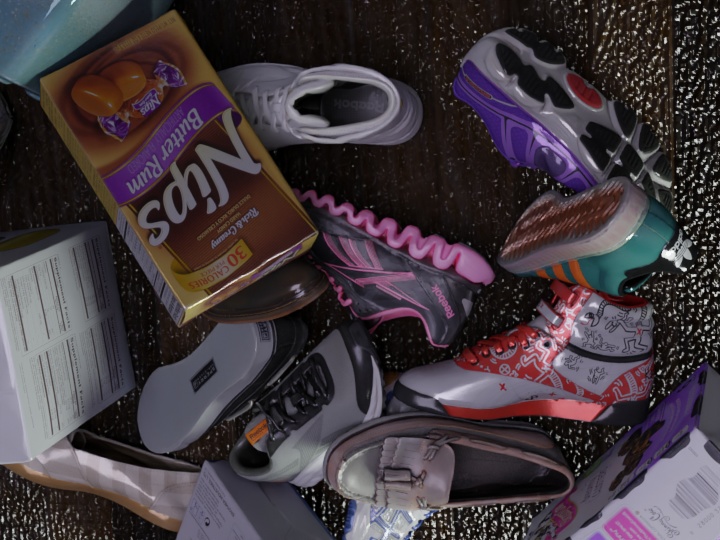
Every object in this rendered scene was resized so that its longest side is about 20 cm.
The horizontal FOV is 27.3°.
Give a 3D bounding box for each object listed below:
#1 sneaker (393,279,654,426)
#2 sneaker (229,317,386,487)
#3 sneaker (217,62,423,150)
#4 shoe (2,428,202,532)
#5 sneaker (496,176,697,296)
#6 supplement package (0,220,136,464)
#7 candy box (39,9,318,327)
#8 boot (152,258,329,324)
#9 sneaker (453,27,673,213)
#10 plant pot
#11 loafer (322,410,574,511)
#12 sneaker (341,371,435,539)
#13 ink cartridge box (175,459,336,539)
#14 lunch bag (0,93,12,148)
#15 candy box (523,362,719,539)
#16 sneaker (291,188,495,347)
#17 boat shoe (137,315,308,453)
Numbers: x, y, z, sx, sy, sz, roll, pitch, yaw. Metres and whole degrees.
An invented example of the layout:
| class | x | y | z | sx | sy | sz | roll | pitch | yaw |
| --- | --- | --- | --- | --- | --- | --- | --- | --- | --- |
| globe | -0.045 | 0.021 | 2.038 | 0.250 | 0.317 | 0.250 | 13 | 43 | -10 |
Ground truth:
| class | x | y | z | sx | sy | sz | roll | pitch | yaw |
| --- | --- | --- | --- | --- | --- | --- | --- | --- | --- |
| sneaker | 0.127 | 0.056 | 1.134 | 0.200 | 0.067 | 0.109 | 4 | 103 | -3 |
| sneaker | -0.041 | 0.111 | 1.159 | 0.200 | 0.079 | 0.074 | -57 | 46 | 43 |
| sneaker | -0.058 | -0.128 | 1.122 | 0.199 | 0.116 | 0.074 | -1 | 90 | 10 |
| shoe | -0.227 | 0.161 | 1.271 | 0.199 | 0.070 | 0.054 | 22 | 107 | 2 |
| sneaker | 0.167 | -0.013 | 1.073 | 0.080 | 0.200 | 0.072 | 36 | 77 | -14 |
| supplement package | -0.299 | 0.057 | 1.195 | 0.151 | 0.200 | 0.152 | -6 | 100 | 16 |
| candy box | -0.133 | -0.075 | 1.075 | 0.116 | 0.056 | 0.201 | -31 | 84 | -18 |
| boot | -0.112 | -0.019 | 1.147 | 0.199 | 0.075 | 0.097 | 5 | 127 | 44 |
| sneaker | 0.154 | -0.097 | 1.115 | 0.200 | 0.081 | 0.083 | 44 | 141 | -4 |
| plant pot | -0.244 | -0.240 | 1.088 | 0.195 | 0.196 | 0.201 | 27 | 91 | 8 |
| loafer | 0.072 | 0.150 | 1.132 | 0.199 | 0.063 | 0.072 | 0 | 110 | -24 |
| sneaker | 0.037 | 0.185 | 1.199 | 0.088 | 0.075 | 0.201 | 12 | 109 | 7 |
| ink cartridge box | -0.104 | 0.275 | 1.222 | 0.136 | 0.076 | 0.201 | 44 | 118 | 49 |
| lunch bag | -0.390 | -0.089 | 1.190 | 0.163 | 0.200 | 0.118 | -24 | 91 | 23 |
| candy box | 0.205 | 0.178 | 1.101 | 0.072 | 0.168 | 0.200 | 45 | 109 | 2 |
| sneaker | 0.000 | 0.000 | 1.156 | 0.199 | 0.079 | 0.096 | 21 | 92 | 11 |
| boat shoe | -0.115 | 0.095 | 1.219 | 0.200 | 0.063 | 0.071 | -38 | 61 | 42 |
